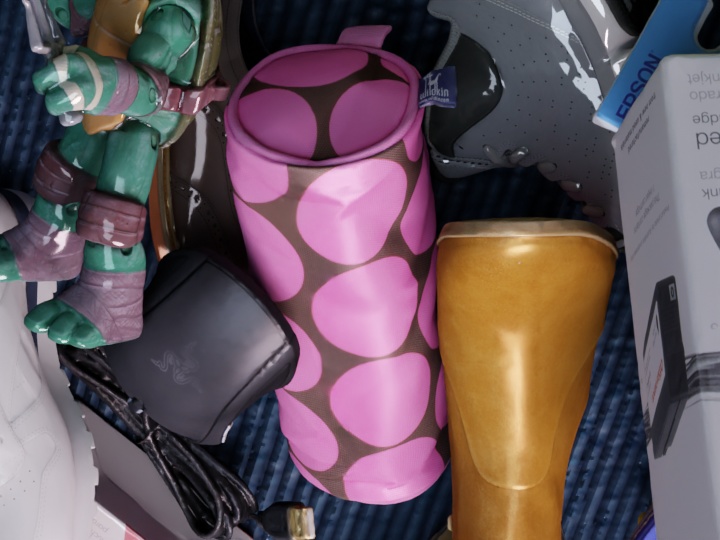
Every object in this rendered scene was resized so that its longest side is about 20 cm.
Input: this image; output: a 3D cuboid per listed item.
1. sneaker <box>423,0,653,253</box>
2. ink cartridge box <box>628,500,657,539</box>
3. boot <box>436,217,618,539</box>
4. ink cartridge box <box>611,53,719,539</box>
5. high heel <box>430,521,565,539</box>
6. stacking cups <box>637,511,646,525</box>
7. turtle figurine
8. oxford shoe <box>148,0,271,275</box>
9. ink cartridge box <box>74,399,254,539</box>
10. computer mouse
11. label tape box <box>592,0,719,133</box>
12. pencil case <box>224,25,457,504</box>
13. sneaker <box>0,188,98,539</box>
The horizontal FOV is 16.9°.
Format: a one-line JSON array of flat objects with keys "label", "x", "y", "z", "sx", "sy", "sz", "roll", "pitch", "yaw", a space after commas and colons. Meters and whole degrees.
[{"label": "sneaker", "x": 0.091, "y": -0.043, "z": 1.016, "sx": 0.115, "sy": 0.075, "sz": 0.200, "roll": -23, "pitch": 99, "yaw": 25}, {"label": "ink cartridge box", "x": 0.173, "y": 0.125, "z": 0.937, "sx": 0.136, "sy": 0.200, "sz": 0.076, "roll": 38, "pitch": 101, "yaw": 7}, {"label": "boot", "x": 0.065, "y": 0.062, "z": 0.969, "sx": 0.071, "sy": 0.201, "sz": 0.144, "roll": 2, "pitch": 78, "yaw": 6}, {"label": "ink cartridge box", "x": 0.175, "y": 0.030, "z": 0.844, "sx": 0.145, "sy": 0.084, "sz": 0.200, "roll": -2, "pitch": 72, "yaw": -8}, {"label": "high heel", "x": -0.006, "y": 0.154, "z": 1.102, "sx": 0.200, "sy": 0.071, "sz": 0.143, "roll": -5, "pitch": 119, "yaw": -6}, {"label": "stacking cups", "x": 0.223, "y": 0.096, "z": 1.059, "sx": 0.200, "sy": 0.061, "sz": 0.061, "roll": -25, "pitch": 106, "yaw": 13}, {"label": "turtle figurine", "x": -0.101, "y": -0.080, "z": 0.942, "sx": 0.101, "sy": 0.150, "sz": 0.200, "roll": 7, "pitch": 109, "yaw": -15}, {"label": "oxford shoe", "x": -0.053, "y": -0.042, "z": 1.036, "sx": 0.073, "sy": 0.071, "sz": 0.200, "roll": -11, "pitch": 110, "yaw": 10}, {"label": "ink cartridge box", "x": -0.156, "y": 0.173, "z": 1.144, "sx": 0.116, "sy": 0.068, "sz": 0.200, "roll": 39, "pitch": 114, "yaw": -7}, {"label": "computer mouse", "x": -0.066, "y": 0.068, "z": 1.030, "sx": 0.140, "sy": 0.046, "sz": 0.200, "roll": 49, "pitch": 154, "yaw": -7}, {"label": "label tape box", "x": 0.204, "y": -0.063, "z": 0.951, "sx": 0.200, "sy": 0.066, "sz": 0.143, "roll": 30, "pitch": 80, "yaw": -1}, {"label": "pencil case", "x": 0.000, "y": 0.000, "z": 1.011, "sx": 0.091, "sy": 0.094, "sz": 0.200, "roll": 4, "pitch": 131, "yaw": 10}, {"label": "sneaker", "x": -0.169, "y": 0.048, "z": 1.032, "sx": 0.076, "sy": 0.080, "sz": 0.200, "roll": -25, "pitch": 65, "yaw": 20}]
